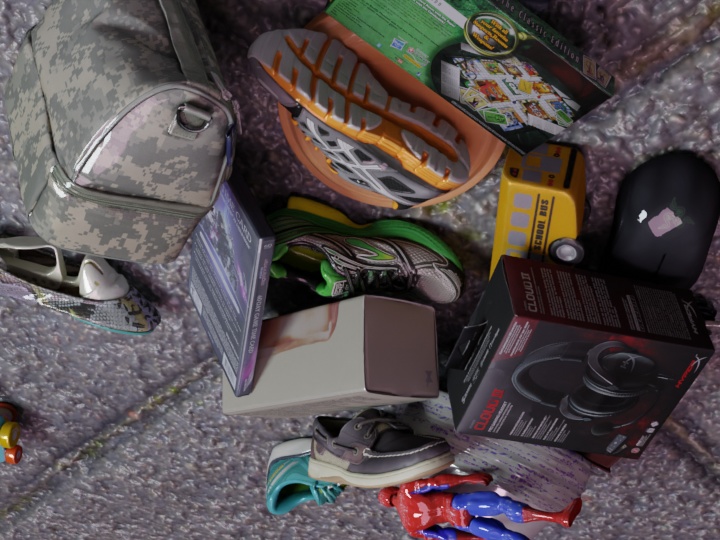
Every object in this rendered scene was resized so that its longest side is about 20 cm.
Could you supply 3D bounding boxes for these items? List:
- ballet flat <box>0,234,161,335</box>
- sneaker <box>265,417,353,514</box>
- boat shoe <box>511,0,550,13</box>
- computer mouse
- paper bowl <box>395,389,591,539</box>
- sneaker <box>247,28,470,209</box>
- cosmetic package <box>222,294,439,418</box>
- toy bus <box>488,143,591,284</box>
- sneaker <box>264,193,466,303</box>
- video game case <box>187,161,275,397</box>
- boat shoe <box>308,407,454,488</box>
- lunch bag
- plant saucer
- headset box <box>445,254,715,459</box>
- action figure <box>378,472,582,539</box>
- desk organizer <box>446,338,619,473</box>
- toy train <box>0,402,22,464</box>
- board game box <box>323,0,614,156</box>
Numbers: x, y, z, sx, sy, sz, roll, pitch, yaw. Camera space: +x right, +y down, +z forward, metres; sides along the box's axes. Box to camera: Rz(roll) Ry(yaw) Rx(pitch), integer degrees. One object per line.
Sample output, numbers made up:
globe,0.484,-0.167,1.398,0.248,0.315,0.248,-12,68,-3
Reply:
ballet flat,-0.291,0.008,0.996,0.197,0.073,0.073,17,133,-7
sneaker,-0.025,0.227,1.133,0.198,0.080,0.078,-25,123,28
boat shoe,0.064,-0.249,0.692,0.198,0.071,0.091,23,134,-9
computer mouse,0.264,-0.009,0.883,0.136,0.053,0.202,5,133,7
paper bowl,0.120,0.198,0.998,0.198,0.106,0.201,25,172,4
sneaker,-0.009,-0.110,0.788,0.199,0.079,0.077,34,138,-18
cosmetic package,-0.032,0.086,0.946,0.198,0.089,0.103,-14,161,42
toy bus,0.156,-0.011,0.889,0.077,0.066,0.202,10,133,11
sneaker,0.000,0.000,0.919,0.197,0.086,0.079,12,133,-1
video game case,-0.121,-0.003,0.910,0.019,0.144,0.202,-11,138,-26
boat shoe,0.009,0.161,0.931,0.071,0.066,0.199,-10,177,-33
lunch bag,-0.171,-0.127,0.755,0.138,0.202,0.168,9,133,-35
plant saucer,0.027,-0.131,0.833,0.197,0.033,0.202,6,133,6
headset box,0.173,0.076,0.860,0.197,0.078,0.150,10,131,-13
action figure,0.100,0.214,0.888,0.198,0.052,0.066,2,110,33
desk organizer,0.190,0.115,0.998,0.198,0.072,0.077,27,129,-14
toy train,-0.486,0.163,1.183,0.149,0.056,0.200,-26,119,31
board game box,0.080,-0.165,0.737,0.199,0.024,0.104,33,148,-20
